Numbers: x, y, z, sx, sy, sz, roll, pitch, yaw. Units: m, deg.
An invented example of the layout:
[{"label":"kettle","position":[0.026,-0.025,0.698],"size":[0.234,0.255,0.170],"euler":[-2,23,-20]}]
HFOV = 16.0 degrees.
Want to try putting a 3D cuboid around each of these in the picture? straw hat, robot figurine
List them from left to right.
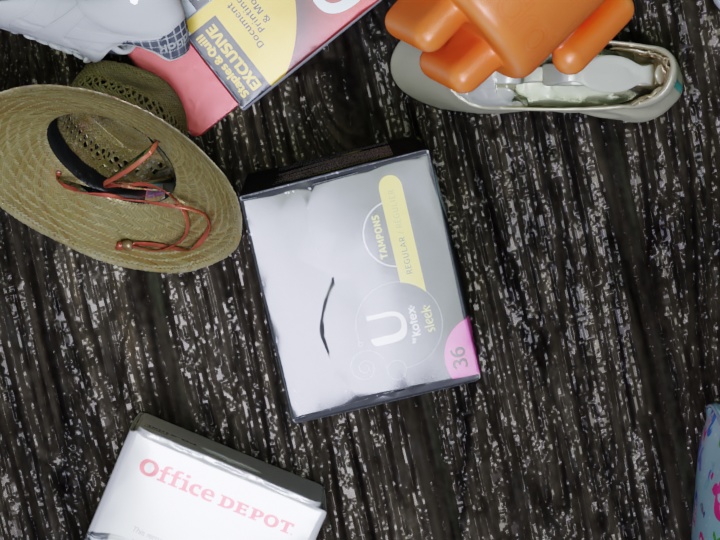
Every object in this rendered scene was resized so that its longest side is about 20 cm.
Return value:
[{"label":"straw hat","position":[-0.161,-0.090,1.720],"size":[0.201,0.201,0.085],"euler":[19,57,-3]},{"label":"robot figurine","position":[0.110,-0.204,1.662],"size":[0.144,0.117,0.200],"euler":[44,86,12]}]

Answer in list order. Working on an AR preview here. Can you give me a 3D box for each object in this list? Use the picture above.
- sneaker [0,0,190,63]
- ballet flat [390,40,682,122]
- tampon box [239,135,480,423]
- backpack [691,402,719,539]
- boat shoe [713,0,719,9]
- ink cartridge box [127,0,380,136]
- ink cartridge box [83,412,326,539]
[{"label":"sneaker","position":[-0.198,-0.174,1.689],"size":[0.076,0.200,0.081],"euler":[-50,129,-30]},{"label":"ballet flat","position":[0.120,-0.136,1.733],"size":[0.199,0.069,0.070],"euler":[3,96,-1]},{"label":"tampon box","position":[0.000,0.000,1.679],"size":[0.126,0.200,0.150],"euler":[-14,97,1]},{"label":"backpack","position":[0.297,0.151,1.693],"size":[0.150,0.178,0.200],"euler":[8,120,-5]},{"label":"boat shoe","position":[0.332,-0.225,1.730],"size":[0.200,0.057,0.069],"euler":[-21,96,1]},{"label":"ink cartridge box","position":[-0.105,-0.212,1.714],"size":[0.175,0.084,0.200],"euler":[-39,95,4]},{"label":"ink cartridge box","position":[-0.125,0.217,1.758],"size":[0.144,0.084,0.200],"euler":[23,96,-3]}]
